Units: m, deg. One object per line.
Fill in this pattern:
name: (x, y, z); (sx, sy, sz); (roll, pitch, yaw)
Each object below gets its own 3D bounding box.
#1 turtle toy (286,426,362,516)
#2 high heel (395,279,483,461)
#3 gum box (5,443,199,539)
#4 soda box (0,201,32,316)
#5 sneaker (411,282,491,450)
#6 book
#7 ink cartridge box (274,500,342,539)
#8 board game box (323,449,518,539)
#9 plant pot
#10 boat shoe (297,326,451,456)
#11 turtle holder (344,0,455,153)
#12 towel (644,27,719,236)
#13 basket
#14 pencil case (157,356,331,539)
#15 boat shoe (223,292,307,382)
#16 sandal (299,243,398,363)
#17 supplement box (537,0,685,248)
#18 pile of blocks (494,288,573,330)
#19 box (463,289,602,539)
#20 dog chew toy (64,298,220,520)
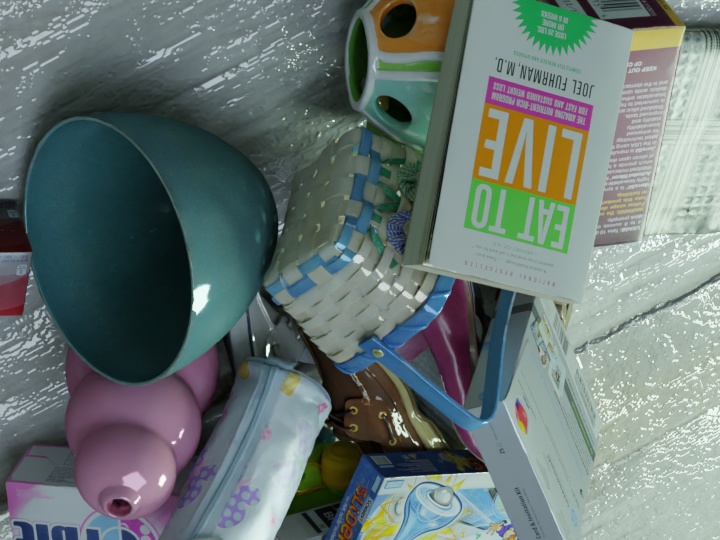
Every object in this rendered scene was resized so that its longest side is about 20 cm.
turtle toy: (-0.082, 0.199, 1.791); (0.198, 0.101, 0.147); (-10, 130, -16)
high heel: (0.105, 0.086, 1.696); (0.096, 0.067, 0.200); (-39, 102, 17)
gum box: (-0.196, 0.214, 1.714); (0.198, 0.066, 0.115); (4, 115, 12)
soda box: (-0.349, -0.008, 1.540); (0.198, 0.070, 0.064); (-1, 128, -22)
sneaker: (0.073, 0.053, 1.765); (0.078, 0.079, 0.202); (9, 118, 25)
book: (0.114, -0.088, 1.469); (0.132, 0.048, 0.202); (12, 85, -22)
ink cartridge box: (0.000, 0.239, 1.764); (0.199, 0.039, 0.100); (-13, 129, -35)
board game box: (0.059, 0.214, 1.738); (0.199, 0.034, 0.136); (1, 122, -41)
plant pot: (-0.140, -0.029, 1.550); (0.134, 0.200, 0.201); (-19, 136, -41)
boat shoe: (0.004, 0.111, 1.694); (0.068, 0.072, 0.201); (-45, 126, -15)
turtle holder: (0.054, -0.157, 1.565); (0.130, 0.185, 0.142); (-4, 88, -15)
towel: (0.310, -0.117, 1.763); (0.191, 0.035, 0.201); (-2, 124, -25)
basket: (0.036, 0.005, 1.548); (0.199, 0.177, 0.139); (36, 134, -28)
pencil case: (-0.095, 0.166, 1.604); (0.201, 0.083, 0.091); (-64, 147, -23)
boat shoe: (-0.075, 0.062, 1.691); (0.065, 0.072, 0.202); (-16, 114, -8)
sandal: (-0.007, -0.004, 1.701); (0.079, 0.060, 0.207); (29, 131, -18)
supplement box: (0.169, -0.134, 1.620); (0.102, 0.131, 0.201); (-7, 127, -16)
pile of blocks: (0.149, 0.028, 1.791); (0.062, 0.082, 0.202); (9, 121, 12)
box: (0.143, 0.119, 1.676); (0.041, 0.200, 0.157); (-16, 114, 20)
dog chew toy: (-0.175, 0.111, 1.612); (0.123, 0.201, 0.125); (1, 130, 1)
